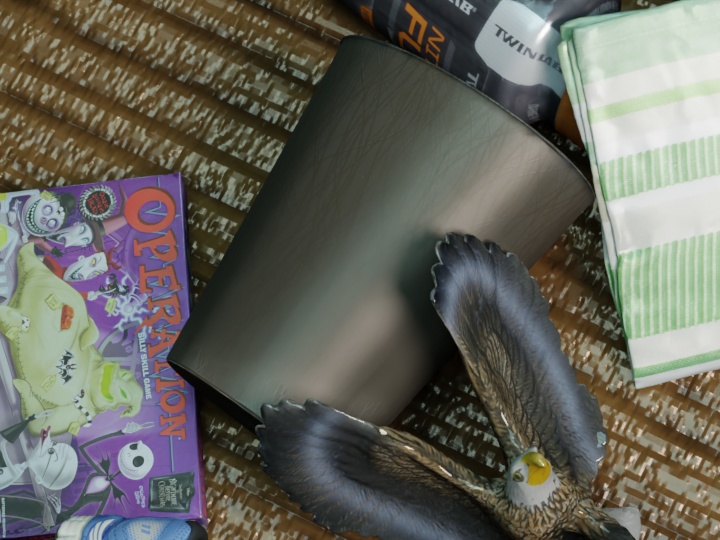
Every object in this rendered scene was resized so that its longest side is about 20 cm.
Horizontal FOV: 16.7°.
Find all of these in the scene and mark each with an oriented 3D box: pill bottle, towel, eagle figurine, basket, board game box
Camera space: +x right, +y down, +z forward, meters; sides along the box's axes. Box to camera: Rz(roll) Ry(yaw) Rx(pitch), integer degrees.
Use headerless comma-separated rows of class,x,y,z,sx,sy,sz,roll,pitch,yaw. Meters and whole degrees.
pill bottle,0.071,-0.151,1.359,0.200,0.106,0.106,39,78,17
towel,0.195,-0.048,1.300,0.151,0.023,0.202,-12,102,1
eagle figurine,0.069,0.100,1.222,0.200,0.151,0.151,44,43,14
basket,0.000,0.000,1.298,0.180,0.136,0.201,27,79,43
board game box,-0.149,0.049,1.352,0.119,0.032,0.202,-5,69,-1

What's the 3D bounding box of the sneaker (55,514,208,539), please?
sneaker,-0.089,0.204,1.130,0.088,0.079,0.202,-10,69,4
